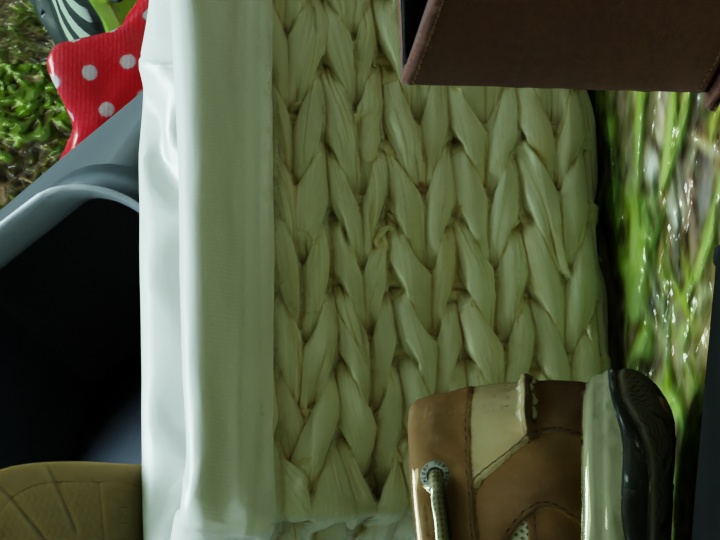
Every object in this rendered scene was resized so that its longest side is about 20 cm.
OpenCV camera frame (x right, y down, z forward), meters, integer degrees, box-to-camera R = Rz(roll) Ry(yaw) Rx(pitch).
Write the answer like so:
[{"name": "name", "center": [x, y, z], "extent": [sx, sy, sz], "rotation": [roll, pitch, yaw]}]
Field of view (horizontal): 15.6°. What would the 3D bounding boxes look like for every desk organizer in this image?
[{"name": "desk organizer", "center": [0.060, -0.108, 0.537], "extent": [0.200, 0.077, 0.072], "rotation": [111, 158, -66]}]

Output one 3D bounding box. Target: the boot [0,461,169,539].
[{"name": "boot", "center": [-0.074, 0.111, 0.883], "extent": [0.155, 0.199, 0.073], "rotation": [-26, 64, 53]}]

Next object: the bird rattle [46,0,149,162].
[{"name": "bird rattle", "center": [-0.058, -0.048, 1.119], "extent": [0.163, 0.112, 0.201], "rotation": [-52, -40, -37]}]

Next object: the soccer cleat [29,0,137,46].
[{"name": "soccer cleat", "center": [-0.112, -0.133, 1.103], "extent": [0.081, 0.067, 0.200], "rotation": [32, 148, 30]}]

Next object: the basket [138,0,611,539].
[{"name": "basket", "center": [0.000, 0.000, 0.771], "extent": [0.136, 0.123, 0.201], "rotation": [112, 157, -66]}]

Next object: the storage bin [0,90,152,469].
[{"name": "storage bin", "center": [-0.089, 0.023, 0.959], "extent": [0.200, 0.146, 0.135], "rotation": [-36, 18, 33]}]

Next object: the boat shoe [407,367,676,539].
[{"name": "boat shoe", "center": [0.036, 0.123, 0.639], "extent": [0.076, 0.073, 0.201], "rotation": [16, -103, -83]}]

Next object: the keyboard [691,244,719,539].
[{"name": "keyboard", "center": [0.084, 0.099, 0.548], "extent": [0.127, 0.020, 0.201], "rotation": [-97, 9, -76]}]
